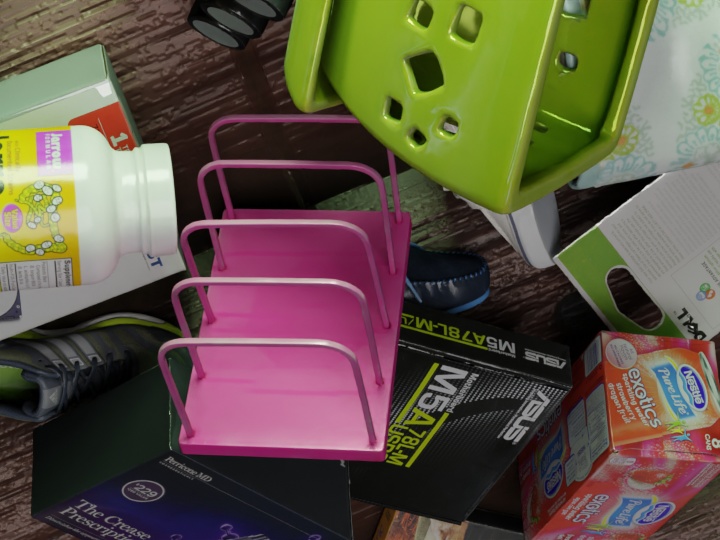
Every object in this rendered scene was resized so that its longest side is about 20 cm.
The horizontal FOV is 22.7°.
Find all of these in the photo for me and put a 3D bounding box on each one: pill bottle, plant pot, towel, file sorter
[{"bbox_3d":[-0.221,-0.040,1.165,0.198,0.104,0.105,-5,114,-9],"label":"pill bottle"},{"bbox_3d":[0.071,-0.172,1.106,0.180,0.200,0.201,22,114,23],"label":"plant pot"},{"bbox_3d":[0.212,-0.166,1.228,0.169,0.048,0.202,-11,108,-13],"label":"towel"},{"bbox_3d":[-0.048,0.006,1.195,0.137,0.201,0.126,1,143,9],"label":"file sorter"}]

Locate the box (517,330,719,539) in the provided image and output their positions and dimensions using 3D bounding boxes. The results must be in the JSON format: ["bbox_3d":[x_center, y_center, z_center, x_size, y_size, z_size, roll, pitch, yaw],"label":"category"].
[{"bbox_3d":[0.193,0.135,1.359,0.094,0.101,0.200,6,150,-13],"label":"box"}]

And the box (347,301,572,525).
[{"bbox_3d":[0.031,0.106,1.353,0.191,0.048,0.200,17,136,-15],"label":"box"}]

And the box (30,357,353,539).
[{"bbox_3d":[-0.120,0.157,1.306,0.141,0.079,0.199,-29,138,27],"label":"box"}]

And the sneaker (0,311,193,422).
[{"bbox_3d":[-0.215,0.080,1.316,0.198,0.081,0.075,-3,115,-10],"label":"sneaker"}]

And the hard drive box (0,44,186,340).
[{"bbox_3d":[-0.243,-0.045,1.259,0.198,0.077,0.157,-22,116,-2],"label":"hard drive box"}]

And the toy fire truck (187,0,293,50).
[{"bbox_3d":[-0.121,-0.254,1.148,0.199,0.176,0.130,28,81,-13],"label":"toy fire truck"}]

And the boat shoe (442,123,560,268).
[{"bbox_3d":[0.088,-0.084,1.321,0.069,0.071,0.201,-13,123,25],"label":"boat shoe"}]

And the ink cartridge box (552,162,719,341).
[{"bbox_3d":[0.253,-0.038,1.362,0.199,0.076,0.148,-38,115,8],"label":"ink cartridge box"}]

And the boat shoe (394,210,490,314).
[{"bbox_3d":[0.000,0.000,1.325,0.198,0.084,0.069,-5,111,-11],"label":"boat shoe"}]

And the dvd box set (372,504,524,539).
[{"bbox_3d":[0.060,0.287,1.490,0.145,0.029,0.202,15,109,-17],"label":"dvd box set"}]
